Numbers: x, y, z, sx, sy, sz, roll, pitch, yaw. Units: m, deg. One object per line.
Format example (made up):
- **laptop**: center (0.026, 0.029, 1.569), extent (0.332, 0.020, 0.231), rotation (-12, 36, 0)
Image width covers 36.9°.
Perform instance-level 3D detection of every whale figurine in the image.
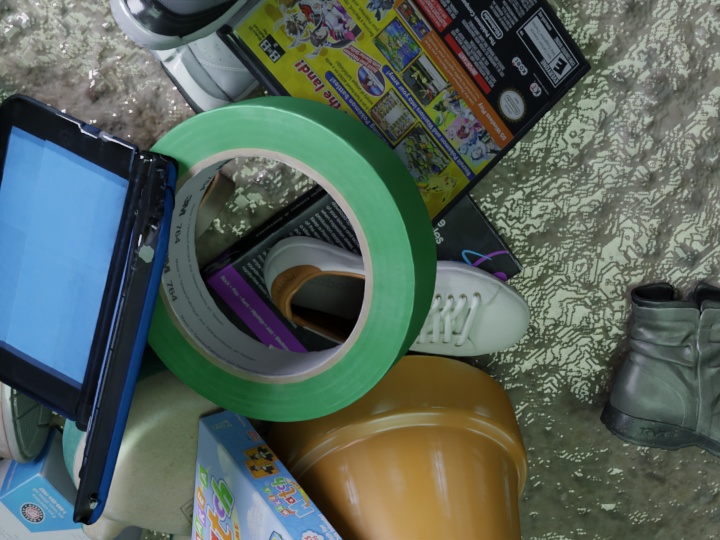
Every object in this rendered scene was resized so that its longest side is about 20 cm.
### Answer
- **whale figurine**: center (-0.150, 0.142, 0.825), extent (0.159, 0.104, 0.200), rotation (-37, 140, -15)

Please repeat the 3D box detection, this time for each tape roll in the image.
- **tape roll**: center (-0.054, -0.006, 0.676), extent (0.200, 0.048, 0.201), rotation (6, 107, 19)

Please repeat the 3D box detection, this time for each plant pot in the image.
- **plant pot**: center (0.037, 0.196, 0.787), extent (0.200, 0.183, 0.200), rotation (-6, 134, -7)

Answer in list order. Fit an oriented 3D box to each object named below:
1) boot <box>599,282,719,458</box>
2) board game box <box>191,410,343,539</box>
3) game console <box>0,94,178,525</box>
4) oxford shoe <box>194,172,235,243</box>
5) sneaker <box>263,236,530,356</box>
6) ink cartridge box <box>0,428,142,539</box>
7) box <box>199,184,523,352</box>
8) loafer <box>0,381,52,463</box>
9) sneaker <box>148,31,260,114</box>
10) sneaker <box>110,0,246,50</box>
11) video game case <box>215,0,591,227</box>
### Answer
- **boot**: center (0.297, 0.083, 0.864), extent (0.200, 0.068, 0.131), rotation (10, 108, -13)
- **board game box**: center (-0.054, 0.212, 0.728), extent (0.037, 0.200, 0.151), rotation (-13, 128, -31)
- **game console**: center (-0.187, 0.020, 0.649), extent (0.118, 0.171, 0.200), rotation (12, 113, -12)
- **oxford shoe**: center (-0.177, -0.004, 0.763), extent (0.071, 0.071, 0.200), rotation (37, 95, -16)
- **sneaker**: center (0.031, 0.034, 0.757), extent (0.200, 0.085, 0.073), rotation (10, 112, -14)
- **ink cartridge box**: center (-0.288, 0.227, 0.851), extent (0.200, 0.067, 0.116), rotation (-31, 115, 10)
- **box**: center (0.000, 0.000, 0.802), extent (0.200, 0.036, 0.143), rotation (-34, 115, 10)
- **loafer**: center (-0.264, 0.042, 0.778), extent (0.063, 0.072, 0.200), rotation (5, 109, 10)
- **sneaker**: center (-0.109, -0.201, 0.681), extent (0.115, 0.075, 0.200), rotation (-35, 121, 1)
- **sneaker**: center (-0.059, -0.211, 0.606), extent (0.075, 0.114, 0.200), rotation (44, 65, -14)
- **video game case**: center (0.036, -0.144, 0.709), extent (0.181, 0.026, 0.200), rotation (-45, 119, -4)
